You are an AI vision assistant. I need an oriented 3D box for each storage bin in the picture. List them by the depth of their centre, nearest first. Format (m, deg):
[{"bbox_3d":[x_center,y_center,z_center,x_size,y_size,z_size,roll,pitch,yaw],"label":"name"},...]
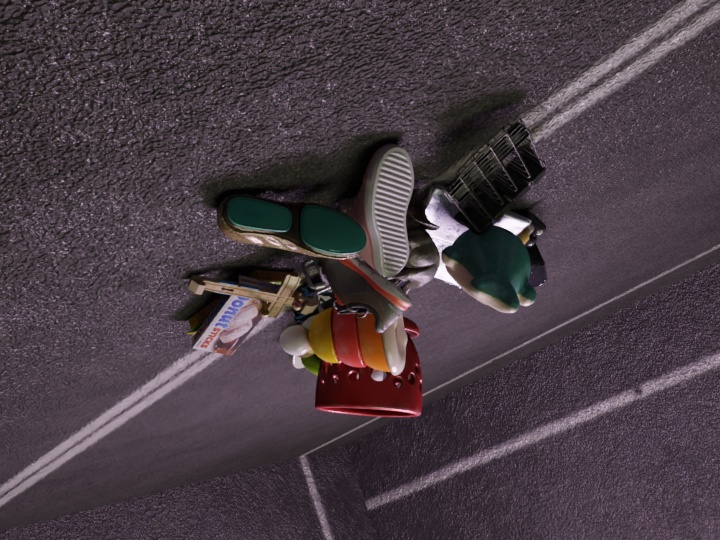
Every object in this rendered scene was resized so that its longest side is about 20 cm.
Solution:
[{"bbox_3d":[0.293,-0.009,1.610,0.135,0.094,0.200,-24,162,8],"label":"storage bin"}]

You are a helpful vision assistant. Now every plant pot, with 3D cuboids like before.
[{"bbox_3d":[0.018,0.177,1.501,0.199,0.183,0.200,2,168,1],"label":"plant pot"}]

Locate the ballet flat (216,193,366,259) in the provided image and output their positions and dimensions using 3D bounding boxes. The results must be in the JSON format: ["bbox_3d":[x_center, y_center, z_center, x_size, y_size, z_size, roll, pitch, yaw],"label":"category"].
[{"bbox_3d":[-0.090,-0.054,1.025,0.199,0.071,0.065,15,161,-23],"label":"ballet flat"}]

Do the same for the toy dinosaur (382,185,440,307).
[{"bbox_3d":[0.078,-0.017,1.185,0.102,0.077,0.201,-12,120,1],"label":"toy dinosaur"}]

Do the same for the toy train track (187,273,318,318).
[{"bbox_3d":[-0.160,0.044,1.208,0.199,0.033,0.115,13,140,-21],"label":"toy train track"}]

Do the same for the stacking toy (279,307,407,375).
[{"bbox_3d":[-0.031,0.101,1.276,0.199,0.147,0.146,-7,165,10],"label":"stacking toy"}]

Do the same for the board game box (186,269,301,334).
[{"bbox_3d":[-0.199,0.056,1.337,0.200,0.030,0.095,-36,156,31],"label":"board game box"}]

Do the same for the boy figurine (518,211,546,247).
[{"bbox_3d":[0.265,-0.031,1.413,0.200,0.064,0.124,-49,174,-48],"label":"boy figurine"}]

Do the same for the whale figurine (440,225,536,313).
[{"bbox_3d":[0.198,-0.005,1.183,0.104,0.159,0.200,-61,-177,15],"label":"whale figurine"}]

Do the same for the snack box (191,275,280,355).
[{"bbox_3d":[-0.203,0.076,1.296,0.072,0.024,0.200,16,139,-26],"label":"snack box"}]

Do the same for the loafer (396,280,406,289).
[{"bbox_3d":[0.102,-0.008,1.384,0.072,0.063,0.200,-13,151,-45],"label":"loafer"}]

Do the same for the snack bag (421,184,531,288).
[{"bbox_3d":[0.142,-0.047,1.285,0.188,0.021,0.200,17,138,-26],"label":"snack bag"}]

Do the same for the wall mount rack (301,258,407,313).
[{"bbox_3d":[0.000,0.000,1.285,0.173,0.075,0.200,-24,154,-5],"label":"wall mount rack"}]

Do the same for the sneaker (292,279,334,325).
[{"bbox_3d":[-0.094,0.073,1.456,0.082,0.073,0.200,-8,148,-28],"label":"sneaker"}]

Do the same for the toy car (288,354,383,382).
[{"bbox_3d":[-0.038,0.169,1.697,0.200,0.175,0.150,5,115,-54],"label":"toy car"}]

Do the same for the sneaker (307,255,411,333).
[{"bbox_3d":[-0.025,0.017,1.144,0.082,0.200,0.077,-56,153,2],"label":"sneaker"}]

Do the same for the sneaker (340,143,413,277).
[{"bbox_3d":[0.012,-0.092,1.073,0.075,0.105,0.201,-29,137,-27],"label":"sneaker"}]

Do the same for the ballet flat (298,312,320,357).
[{"bbox_3d":[-0.038,0.087,1.379,0.200,0.069,0.063,-31,135,8],"label":"ballet flat"}]

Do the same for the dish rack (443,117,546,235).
[{"bbox_3d":[0.181,-0.133,1.107,0.153,0.055,0.200,-45,154,5],"label":"dish rack"}]
